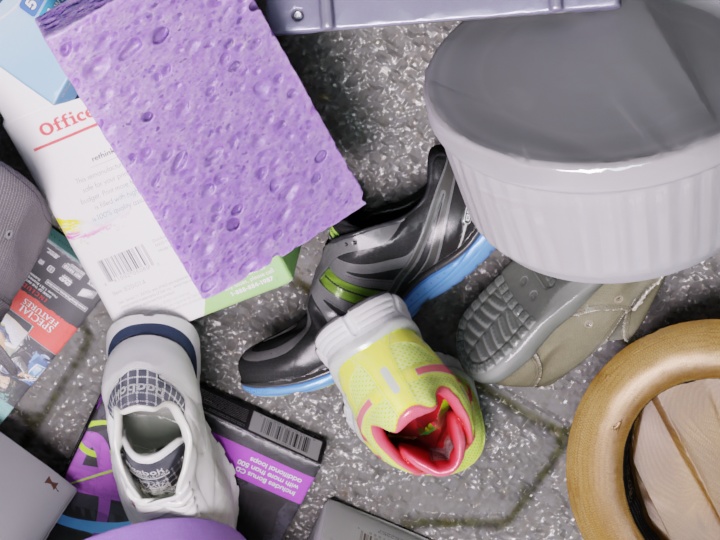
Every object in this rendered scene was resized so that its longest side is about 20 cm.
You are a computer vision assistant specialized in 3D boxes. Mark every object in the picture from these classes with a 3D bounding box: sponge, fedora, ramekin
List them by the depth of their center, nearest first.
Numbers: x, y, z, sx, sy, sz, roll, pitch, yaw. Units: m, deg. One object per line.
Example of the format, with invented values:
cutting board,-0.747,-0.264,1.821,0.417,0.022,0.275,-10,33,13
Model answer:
ramekin,0.140,-0.076,1.601,0.201,0.203,0.095,-4,126,9
sponge,-0.086,-0.087,1.613,0.111,0.030,0.200,-32,125,-3
fedora,-0.242,-0.039,1.670,0.090,0.177,0.200,-47,129,-4
fedora,0.219,0.113,1.742,0.199,0.082,0.202,3,111,8

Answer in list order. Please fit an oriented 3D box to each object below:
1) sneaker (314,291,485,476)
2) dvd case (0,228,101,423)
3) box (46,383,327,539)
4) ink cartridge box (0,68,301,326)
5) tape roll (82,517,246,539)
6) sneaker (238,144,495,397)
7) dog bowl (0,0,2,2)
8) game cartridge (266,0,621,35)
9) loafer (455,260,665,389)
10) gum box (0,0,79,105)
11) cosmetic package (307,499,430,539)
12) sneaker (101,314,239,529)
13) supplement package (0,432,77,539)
sneaker,0.034,0.091,1.705,0.078,0.090,0.200,-36,151,5
dvd case,-0.264,0.033,1.794,0.146,0.022,0.200,35,114,-10
box,-0.126,0.162,1.833,0.142,0.036,0.201,24,118,-5
ink cartridge box,-0.128,-0.071,1.700,0.117,0.067,0.201,-20,113,17
tape roll,-0.145,0.233,1.752,0.199,0.066,0.201,-20,148,-13
sneaker,0.000,0.000,1.723,0.199,0.071,0.083,-42,102,16
dog bowl,-0.270,-0.160,1.590,0.199,0.050,0.112,-23,100,32
game cartridge,0.042,-0.202,1.612,0.199,0.038,0.130,-4,96,9
loafer,0.144,-0.002,1.710,0.200,0.075,0.070,-41,137,21
gum box,-0.200,-0.219,1.607,0.200,0.045,0.170,36,109,10
cosmetic package,-0.019,0.256,1.846,0.101,0.074,0.201,24,118,-6
sneaker,-0.118,0.123,1.738,0.076,0.081,0.201,-10,129,4
supplement package,-0.285,0.193,1.800,0.117,0.117,0.200,36,124,-3
